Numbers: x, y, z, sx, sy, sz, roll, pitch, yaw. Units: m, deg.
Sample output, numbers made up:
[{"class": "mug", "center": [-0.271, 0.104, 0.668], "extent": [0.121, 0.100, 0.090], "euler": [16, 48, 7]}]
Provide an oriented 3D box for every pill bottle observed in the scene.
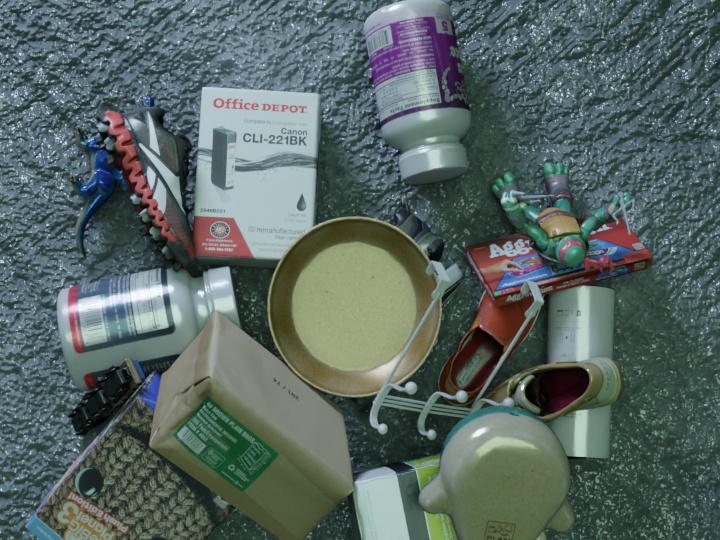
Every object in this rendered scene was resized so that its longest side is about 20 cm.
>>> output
[{"class": "pill bottle", "center": [-0.238, 0.060, 1.334], "extent": [0.197, 0.120, 0.122], "euler": [-12, 84, -4]}, {"class": "pill bottle", "center": [0.073, -0.211, 1.386], "extent": [0.110, 0.112, 0.203], "euler": [-10, 84, -4]}]

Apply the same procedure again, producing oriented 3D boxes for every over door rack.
[{"class": "over door rack", "center": [0.110, 0.101, 1.277], "extent": [0.146, 0.067, 0.202], "euler": [11, 110, -30]}]

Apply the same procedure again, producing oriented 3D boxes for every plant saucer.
[{"class": "plant saucer", "center": [-0.007, 0.041, 1.315], "extent": [0.197, 0.035, 0.204], "euler": [0, 91, -3]}]

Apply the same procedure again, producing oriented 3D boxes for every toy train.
[{"class": "toy train", "center": [-0.280, 0.142, 1.292], "extent": [0.045, 0.200, 0.034], "euler": [-20, 78, -34]}]

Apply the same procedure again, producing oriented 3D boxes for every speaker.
[{"class": "speaker", "center": [0.258, 0.121, 1.372], "extent": [0.080, 0.081, 0.204], "euler": [3, 83, -2]}]

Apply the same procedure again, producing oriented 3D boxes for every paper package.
[{"class": "paper package", "center": [-0.112, 0.167, 1.233], "extent": [0.199, 0.191, 0.104], "euler": [40, 101, -16]}]

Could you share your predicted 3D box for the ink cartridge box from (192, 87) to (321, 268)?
[{"class": "ink cartridge box", "center": [-0.121, -0.109, 1.378], "extent": [0.142, 0.084, 0.204], "euler": [3, 83, -2]}]

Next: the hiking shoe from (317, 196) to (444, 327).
[{"class": "hiking shoe", "center": [0.000, 0.000, 1.387], "extent": [0.199, 0.076, 0.101], "euler": [-35, 69, -8]}]

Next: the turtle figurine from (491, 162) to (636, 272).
[{"class": "turtle figurine", "center": [0.226, -0.060, 1.337], "extent": [0.147, 0.201, 0.102], "euler": [3, 115, -13]}]

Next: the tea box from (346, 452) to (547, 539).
[{"class": "tea box", "center": [0.090, 0.275, 1.285], "extent": [0.193, 0.200, 0.136], "euler": [-11, 84, -6]}]

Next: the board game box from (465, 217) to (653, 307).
[{"class": "board game box", "center": [0.235, -0.016, 1.377], "extent": [0.197, 0.103, 0.020], "euler": [-14, 127, -10]}]

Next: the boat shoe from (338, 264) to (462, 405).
[{"class": "boat shoe", "center": [0.054, 0.077, 1.371], "extent": [0.199, 0.074, 0.068], "euler": [-43, 95, -10]}]

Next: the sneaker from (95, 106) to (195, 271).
[{"class": "sneaker", "center": [-0.224, -0.101, 1.320], "extent": [0.097, 0.071, 0.203], "euler": [-23, 81, -19]}]

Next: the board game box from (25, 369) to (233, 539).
[{"class": "board game box", "center": [-0.239, 0.245, 1.284], "extent": [0.159, 0.097, 0.200], "euler": [40, 101, -7]}]

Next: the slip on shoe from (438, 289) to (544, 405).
[{"class": "slip on shoe", "center": [0.161, 0.072, 1.383], "extent": [0.074, 0.061, 0.201], "euler": [34, 81, 3]}]

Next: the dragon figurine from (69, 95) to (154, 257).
[{"class": "dragon figurine", "center": [-0.290, -0.117, 1.383], "extent": [0.098, 0.059, 0.204], "euler": [5, 82, -2]}]

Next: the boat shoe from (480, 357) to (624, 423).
[{"class": "boat shoe", "center": [0.201, 0.141, 1.323], "extent": [0.199, 0.066, 0.075], "euler": [-27, 65, 37]}]

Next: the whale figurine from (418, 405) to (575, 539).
[{"class": "whale figurine", "center": [0.134, 0.231, 1.156], "extent": [0.156, 0.104, 0.203], "euler": [7, 106, -3]}]
